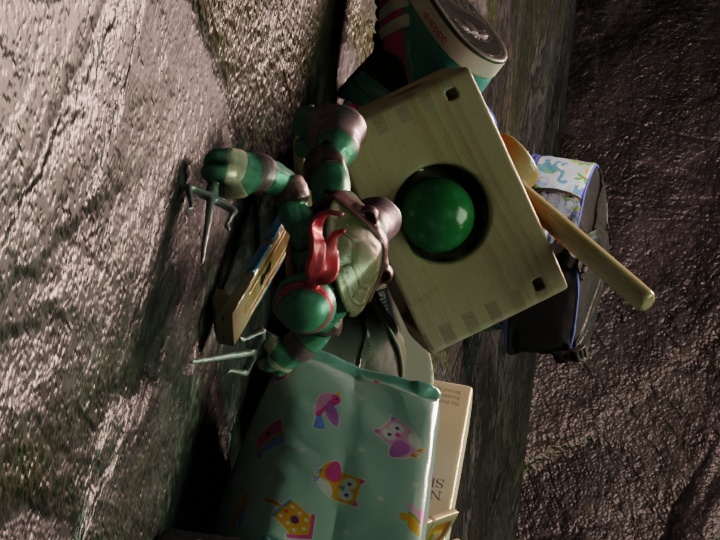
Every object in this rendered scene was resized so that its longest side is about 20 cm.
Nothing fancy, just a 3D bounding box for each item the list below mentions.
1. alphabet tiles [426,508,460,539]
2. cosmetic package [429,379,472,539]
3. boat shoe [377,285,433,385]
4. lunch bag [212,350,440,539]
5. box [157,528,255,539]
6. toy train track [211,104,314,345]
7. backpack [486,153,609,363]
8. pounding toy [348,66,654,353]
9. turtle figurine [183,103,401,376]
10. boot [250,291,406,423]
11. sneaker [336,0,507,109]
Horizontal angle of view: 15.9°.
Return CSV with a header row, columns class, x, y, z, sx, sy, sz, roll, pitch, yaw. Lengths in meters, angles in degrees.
class,x,y,z,sx,sy,sz,roll,pitch,yaw
alphabet tiles,-0.005,0.237,1.712,0.200,0.006,0.167,-11,133,-57
cosmetic package,0.019,0.171,1.892,0.201,0.103,0.073,-78,175,-46
boat shoe,0.000,0.000,1.860,0.093,0.074,0.201,-149,-130,-69
lunch bag,-0.033,0.175,1.517,0.171,0.121,0.201,-82,-168,-47
box,-0.085,0.198,1.303,0.200,0.082,0.050,-62,157,-68
toy train track,-0.057,-0.025,1.547,0.200,0.032,0.115,-63,157,-50
backpack,0.198,-0.026,2.850,0.184,0.146,0.201,87,16,-44
pounding toy,0.077,-0.038,1.692,0.200,0.141,0.185,-139,-156,-84
turtle figurine,-0.031,-0.009,1.441,0.200,0.100,0.151,-61,152,-58
boot,-0.021,0.089,1.708,0.201,0.072,0.182,-86,161,-46
sneaker,0.027,-0.164,1.871,0.121,0.083,0.200,-54,-142,23
